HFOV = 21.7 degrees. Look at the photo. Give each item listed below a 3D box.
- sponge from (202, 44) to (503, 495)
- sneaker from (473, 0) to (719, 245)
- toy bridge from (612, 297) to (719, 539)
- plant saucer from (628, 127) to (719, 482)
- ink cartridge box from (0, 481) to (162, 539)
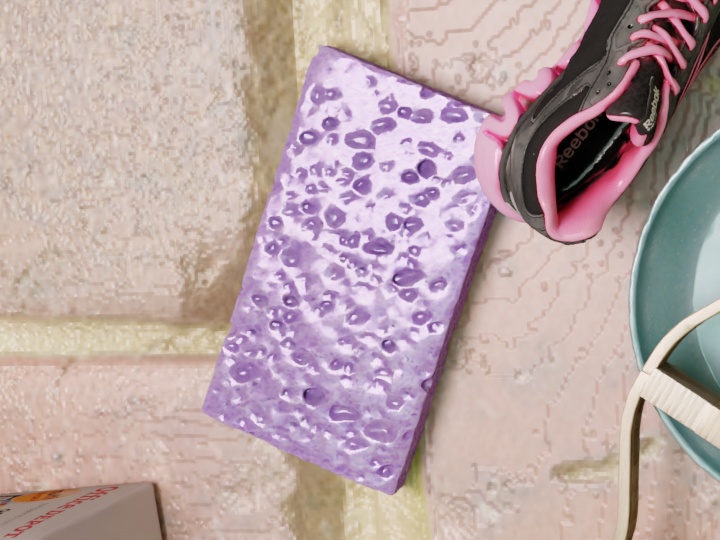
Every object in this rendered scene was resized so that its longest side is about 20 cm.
[{"bbox_3d":[0.000,0.000,0.945,0.111,0.030,0.201,21,102,14],"label":"sponge"},{"bbox_3d":[0.128,-0.095,0.845,0.079,0.095,0.201,26,106,-15],"label":"sneaker"},{"bbox_3d":[0.157,0.065,0.863,0.067,0.027,0.201,33,106,15],"label":"toy bridge"},{"bbox_3d":[0.225,0.016,0.868,0.199,0.036,0.202,2,97,19],"label":"plant saucer"},{"bbox_3d":[-0.212,0.200,0.979,0.199,0.147,0.146,-7,94,19],"label":"ink cartridge box"}]
